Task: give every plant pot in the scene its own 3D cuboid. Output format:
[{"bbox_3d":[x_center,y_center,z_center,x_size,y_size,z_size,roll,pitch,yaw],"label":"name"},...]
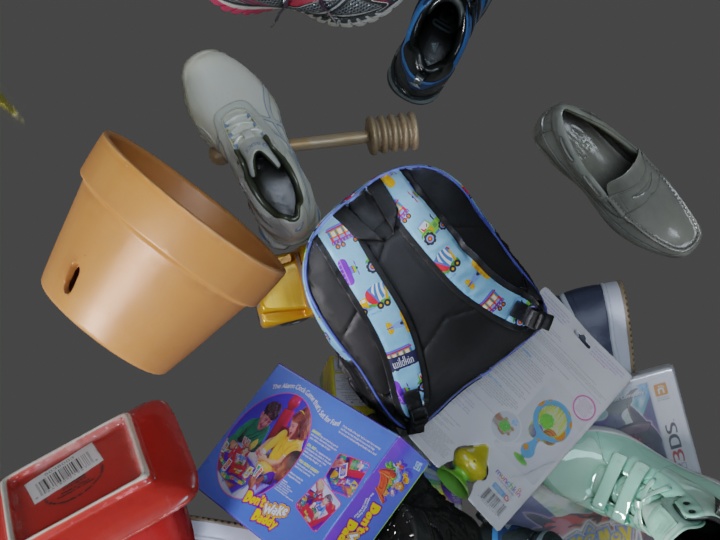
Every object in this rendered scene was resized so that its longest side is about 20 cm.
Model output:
[{"bbox_3d":[-0.183,-0.005,1.406,0.199,0.200,0.141,37,94,-5],"label":"plant pot"}]

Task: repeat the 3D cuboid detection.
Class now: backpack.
[{"bbox_3d":[0.037,0.008,1.384,0.182,0.135,0.201,-38,110,-4],"label":"backpack"}]

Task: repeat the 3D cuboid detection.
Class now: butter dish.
[{"bbox_3d":[-0.215,0.233,1.382,0.199,0.200,0.149,-29,116,-5],"label":"butter dish"}]

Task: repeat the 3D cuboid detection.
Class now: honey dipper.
[{"bbox_3d":[-0.044,-0.121,1.520,0.198,0.038,0.038,-7,85,-8],"label":"honey dipper"}]

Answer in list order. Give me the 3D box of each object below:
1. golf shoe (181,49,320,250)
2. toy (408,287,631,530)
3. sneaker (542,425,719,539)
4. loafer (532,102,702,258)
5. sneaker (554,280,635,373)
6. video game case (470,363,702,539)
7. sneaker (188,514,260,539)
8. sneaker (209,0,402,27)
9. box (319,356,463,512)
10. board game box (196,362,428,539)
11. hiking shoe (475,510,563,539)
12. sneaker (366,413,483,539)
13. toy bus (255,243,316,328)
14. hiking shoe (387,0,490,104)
[{"bbox_3d":[-0.095,-0.118,1.449,0.078,0.097,0.201,-32,86,-6],"label":"golf shoe"},{"bbox_3d":[0.138,0.124,1.438,0.115,0.047,0.200,46,62,0],"label":"toy"},{"bbox_3d":[0.244,0.197,1.419,0.198,0.118,0.075,17,102,2],"label":"sneaker"},{"bbox_3d":[0.251,-0.086,1.556,0.199,0.070,0.070,38,78,-5],"label":"loafer"},{"bbox_3d":[0.205,0.115,1.525,0.107,0.070,0.203,-6,93,-2],"label":"sneaker"},{"bbox_3d":[0.215,0.199,1.492,0.198,0.023,0.184,-16,97,7],"label":"video game case"},{"bbox_3d":[-0.079,0.290,1.444,0.198,0.071,0.114,11,77,-2],"label":"sneaker"},{"bbox_3d":[-0.049,-0.271,1.504,0.197,0.075,0.082,-3,85,-5],"label":"sneaker"},{"bbox_3d":[0.029,0.178,1.451,0.116,0.049,0.202,4,57,-14],"label":"box"},{"bbox_3d":[-0.048,0.173,1.378,0.135,0.199,0.045,-52,125,-9],"label":"board game box"},{"bbox_3d":[0.130,0.324,1.484,0.086,0.074,0.202,16,100,26],"label":"hiking shoe"},{"bbox_3d":[0.055,0.214,1.373,0.104,0.201,0.060,30,114,-33],"label":"sneaker"},{"bbox_3d":[0.000,0.000,1.490,0.198,0.078,0.066,-13,86,-13],"label":"toy bus"},{"bbox_3d":[0.091,-0.255,1.526,0.074,0.087,0.202,20,80,-9],"label":"hiking shoe"}]
